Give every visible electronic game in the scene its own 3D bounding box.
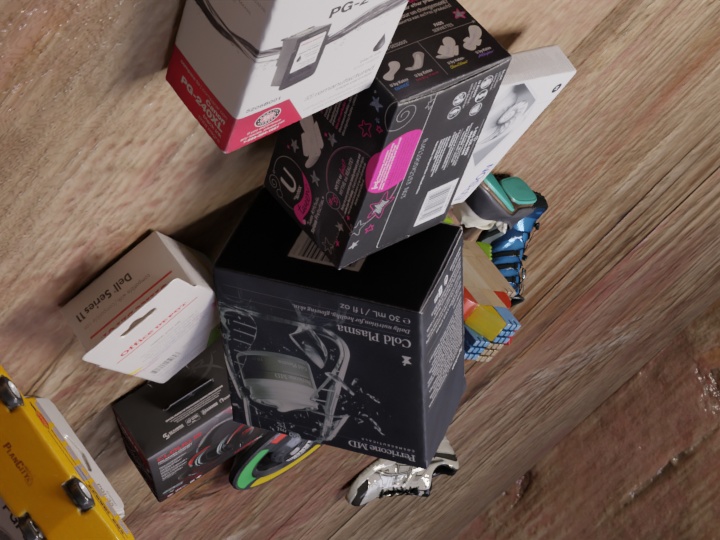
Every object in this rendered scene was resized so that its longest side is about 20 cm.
[{"bbox_3d":[-0.088,0.222,2.342,0.199,0.042,0.200,-33,163,-12],"label":"electronic game"}]

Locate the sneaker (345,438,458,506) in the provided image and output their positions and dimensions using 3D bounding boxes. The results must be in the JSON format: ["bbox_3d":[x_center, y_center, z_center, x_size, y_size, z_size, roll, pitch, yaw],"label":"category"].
[{"bbox_3d":[0.072,0.335,2.882,0.199,0.088,0.076,-29,164,-19],"label":"sneaker"}]

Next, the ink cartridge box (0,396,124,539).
[{"bbox_3d":[-0.344,0.233,1.673,0.200,0.147,0.083,-41,166,11],"label":"ink cartridge box"}]

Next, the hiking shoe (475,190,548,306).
[{"bbox_3d":[0.166,0.001,2.087,0.200,0.087,0.074,-52,165,-6],"label":"hiking shoe"}]

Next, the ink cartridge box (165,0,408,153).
[{"bbox_3d":[-0.043,-0.192,1.261,0.145,0.084,0.200,-27,161,-29],"label":"ink cartridge box"}]

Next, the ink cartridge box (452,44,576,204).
[{"bbox_3d":[0.086,-0.123,1.671,0.200,0.041,0.200,-16,154,-50],"label":"ink cartridge box"}]

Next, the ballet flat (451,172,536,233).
[{"bbox_3d":[0.140,-0.074,1.974,0.073,0.073,0.200,-41,165,14],"label":"ballet flat"}]

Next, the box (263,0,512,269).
[{"bbox_3d":[0.019,-0.123,1.478,0.132,0.115,0.200,-25,152,-34],"label":"box"}]

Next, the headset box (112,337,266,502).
[{"bbox_3d":[-0.181,0.158,1.924,0.148,0.075,0.200,-32,163,-14],"label":"headset box"}]

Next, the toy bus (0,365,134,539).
[{"bbox_3d":[-0.282,0.176,1.563,0.065,0.200,0.078,-36,178,2],"label":"toy bus"}]

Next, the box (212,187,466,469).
[{"bbox_3d":[-0.014,0.051,1.618,0.124,0.199,0.197,-61,156,-43],"label":"box"}]

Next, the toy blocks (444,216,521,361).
[{"bbox_3d":[0.096,0.030,1.766,0.100,0.137,0.200,-50,150,22],"label":"toy blocks"}]

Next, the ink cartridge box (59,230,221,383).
[{"bbox_3d":[-0.187,0.032,1.595,0.117,0.067,0.200,-39,164,5],"label":"ink cartridge box"}]
